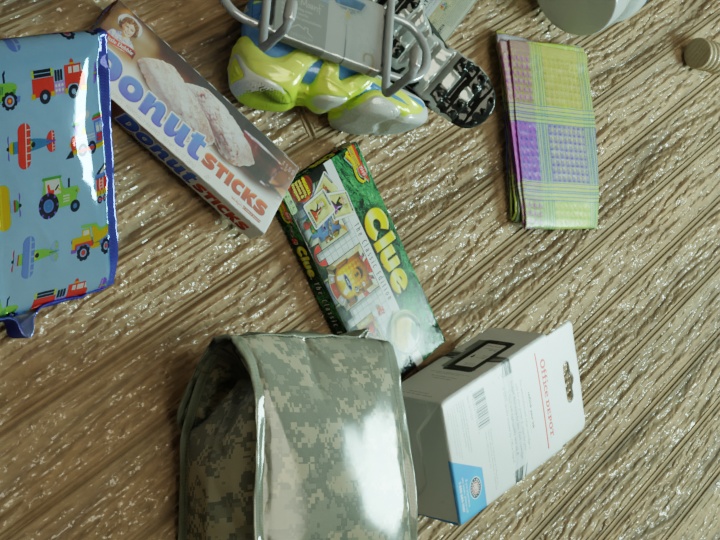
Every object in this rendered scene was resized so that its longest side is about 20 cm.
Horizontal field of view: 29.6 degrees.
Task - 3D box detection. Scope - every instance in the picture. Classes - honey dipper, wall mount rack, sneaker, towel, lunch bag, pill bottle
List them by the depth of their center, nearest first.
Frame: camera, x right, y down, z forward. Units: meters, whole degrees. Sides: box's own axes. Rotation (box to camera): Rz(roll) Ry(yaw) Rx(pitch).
[{"bbox_3d":[-0.239,-0.052,0.915,0.150,0.094,0.201,-18,104,-47],"label":"lunch bag"},{"bbox_3d":[-0.048,0.142,1.034,0.164,0.117,0.201,4,84,-42],"label":"lunch bag"},{"bbox_3d":[-0.011,-0.238,1.092,0.199,0.075,0.175,16,63,-26],"label":"wall mount rack"},{"bbox_3d":[-0.021,-0.178,1.147,0.199,0.076,0.106,9,76,-42],"label":"sneaker"},{"bbox_3d":[0.032,-0.205,1.202,0.067,0.090,0.200,-48,114,-8],"label":"sneaker"},{"bbox_3d":[0.192,-0.140,1.384,0.143,0.023,0.201,-2,84,-45],"label":"towel"},{"bbox_3d":[0.270,-0.329,1.431,0.200,0.113,0.113,-41,111,-40],"label":"pill bottle"},{"bbox_3d":[0.460,-0.251,1.655,0.200,0.038,0.038,1,82,-46],"label":"honey dipper"}]

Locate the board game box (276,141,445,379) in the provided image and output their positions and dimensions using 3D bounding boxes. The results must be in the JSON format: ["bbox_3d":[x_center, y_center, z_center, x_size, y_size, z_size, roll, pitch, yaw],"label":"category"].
[{"bbox_3d":[0.000,0.000,1.173,0.105,0.023,0.201,-39,110,-43],"label":"board game box"}]

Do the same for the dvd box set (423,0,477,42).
[{"bbox_3d":[0.041,-0.296,1.197,0.200,0.147,0.029,21,25,-39],"label":"dvd box set"}]

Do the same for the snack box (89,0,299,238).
[{"bbox_3d":[-0.135,-0.114,1.054,0.200,0.024,0.072,42,56,-26],"label":"snack box"}]

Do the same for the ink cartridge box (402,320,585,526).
[{"bbox_3d":[0.115,0.127,1.216,0.200,0.068,0.117,-26,113,-43],"label":"ink cartridge box"}]
